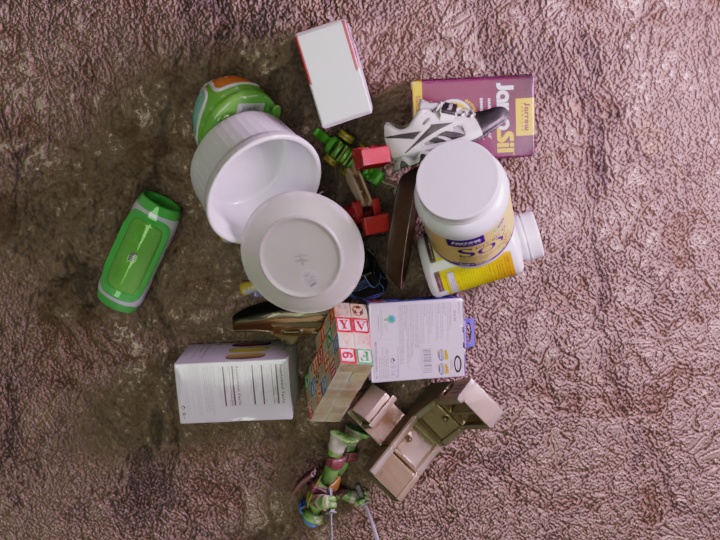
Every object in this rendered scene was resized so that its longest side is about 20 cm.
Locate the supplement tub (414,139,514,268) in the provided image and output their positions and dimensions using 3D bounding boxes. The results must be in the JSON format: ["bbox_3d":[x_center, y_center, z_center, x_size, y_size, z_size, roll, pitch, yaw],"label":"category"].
[{"bbox_3d":[0.159,-0.100,1.456,0.143,0.200,0.148,-4,72,12],"label":"supplement tub"}]

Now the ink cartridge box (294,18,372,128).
[{"bbox_3d":[-0.038,-0.310,1.502,0.083,0.200,0.146,-16,101,4],"label":"ink cartridge box"}]

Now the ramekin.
[{"bbox_3d":[-0.170,-0.150,1.497,0.201,0.200,0.098,-50,52,12],"label":"ramekin"}]

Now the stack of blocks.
[{"bbox_3d":[-0.040,0.158,1.615,0.058,0.116,0.201,4,143,-18],"label":"stack of blocks"}]

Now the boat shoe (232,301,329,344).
[{"bbox_3d":[-0.124,0.093,1.661,0.197,0.076,0.075,-7,105,6],"label":"boat shoe"}]

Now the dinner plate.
[{"bbox_3d":[-0.092,-0.023,1.482,0.197,0.024,0.203,3,113,7],"label":"dinner plate"}]

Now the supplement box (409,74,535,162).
[{"bbox_3d":[0.180,-0.247,1.549,0.197,0.103,0.133,-3,102,4],"label":"supplement box"}]

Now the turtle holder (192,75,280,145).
[{"bbox_3d":[-0.208,-0.233,1.571,0.140,0.132,0.187,-31,143,-14],"label":"turtle holder"}]

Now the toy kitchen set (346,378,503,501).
[{"bbox_3d":[0.088,0.256,1.591,0.163,0.180,0.200,44,70,-8],"label":"toy kitchen set"}]

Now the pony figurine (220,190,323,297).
[{"bbox_3d":[-0.120,-0.027,1.608,0.198,0.166,0.196,-20,93,23],"label":"pony figurine"}]

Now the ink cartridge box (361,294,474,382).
[{"bbox_3d":[0.105,0.114,1.627,0.197,0.076,0.139,-3,95,-8],"label":"ink cartridge box"}]

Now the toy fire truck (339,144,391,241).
[{"bbox_3d":[0.001,-0.121,1.554,0.048,0.200,0.143,-11,91,-20],"label":"toy fire truck"}]

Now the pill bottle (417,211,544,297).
[{"bbox_3d":[0.201,-0.033,1.592,0.197,0.109,0.111,-16,101,8],"label":"pill bottle"}]

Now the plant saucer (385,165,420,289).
[{"bbox_3d":[0.069,-0.072,1.546,0.034,0.200,0.203,10,103,5],"label":"plant saucer"}]

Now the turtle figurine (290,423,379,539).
[{"bbox_3d":[-0.021,0.387,1.686,0.142,0.199,0.197,10,101,-34],"label":"turtle figurine"}]

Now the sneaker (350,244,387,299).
[{"bbox_3d":[0.000,0.000,1.574,0.077,0.199,0.071,-3,72,35],"label":"sneaker"}]

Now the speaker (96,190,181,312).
[{"bbox_3d":[-0.383,-0.032,1.646,0.088,0.089,0.202,27,103,-2],"label":"speaker"}]

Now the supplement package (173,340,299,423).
[{"bbox_3d":[-0.212,0.193,1.668,0.197,0.114,0.111,-3,103,3],"label":"supplement package"}]

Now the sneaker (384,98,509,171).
[{"bbox_3d":[0.128,-0.228,1.466,0.197,0.074,0.090,-19,102,9],"label":"sneaker"}]

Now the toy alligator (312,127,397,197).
[{"bbox_3d":[0.001,-0.175,1.602,0.199,0.054,0.060,37,103,-4],"label":"toy alligator"}]
